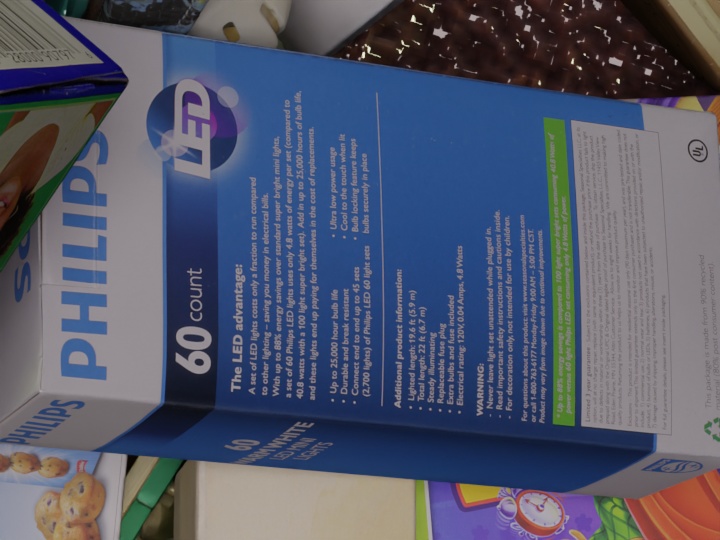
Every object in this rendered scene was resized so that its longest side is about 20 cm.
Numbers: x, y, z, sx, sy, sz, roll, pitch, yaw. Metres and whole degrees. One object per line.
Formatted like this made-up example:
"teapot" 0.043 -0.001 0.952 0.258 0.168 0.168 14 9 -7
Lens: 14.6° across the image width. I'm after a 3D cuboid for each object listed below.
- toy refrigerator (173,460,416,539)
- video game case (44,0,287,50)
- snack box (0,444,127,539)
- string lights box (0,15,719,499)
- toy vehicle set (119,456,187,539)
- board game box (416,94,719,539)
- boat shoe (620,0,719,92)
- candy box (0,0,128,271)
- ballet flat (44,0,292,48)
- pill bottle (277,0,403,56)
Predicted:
"toy refrigerator" -0.017 0.154 0.799 0.070 0.076 0.200 2 79 -8
"video game case" -0.143 -0.076 0.882 0.200 0.018 0.143 39 93 -2
"snack box" -0.106 0.071 0.826 0.072 0.024 0.200 6 79 -7
"string lights box" 0.000 0.000 0.759 0.200 0.059 0.103 7 71 -23
"toy vehicle set" -0.028 0.109 0.858 0.124 0.027 0.200 32 77 -2
"board game box" 0.074 0.050 0.846 0.134 0.045 0.200 -3 81 -9
"boat shoe" 0.077 -0.149 0.852 0.063 0.073 0.200 -30 91 -2
"candy box" -0.179 -0.014 0.651 0.169 0.077 0.200 39 108 13
"ballet flat" -0.054 -0.076 0.787 0.074 0.200 0.074 5 73 -15
"pill bottle" -0.041 -0.165 0.829 0.114 0.114 0.200 -39 92 2
